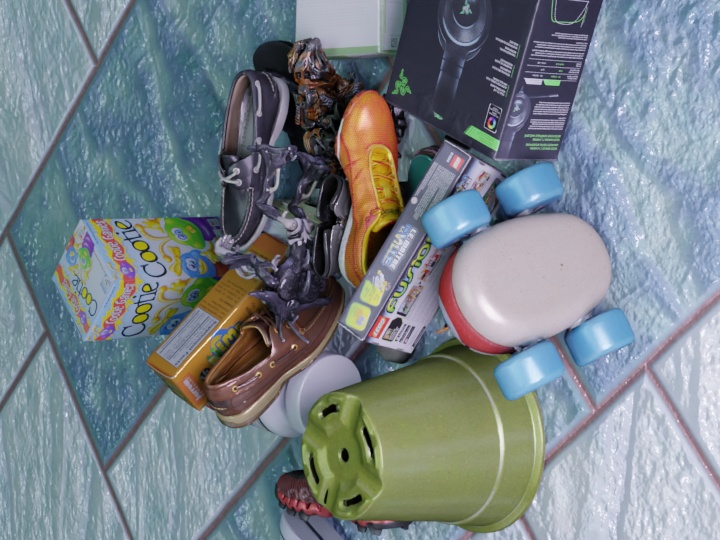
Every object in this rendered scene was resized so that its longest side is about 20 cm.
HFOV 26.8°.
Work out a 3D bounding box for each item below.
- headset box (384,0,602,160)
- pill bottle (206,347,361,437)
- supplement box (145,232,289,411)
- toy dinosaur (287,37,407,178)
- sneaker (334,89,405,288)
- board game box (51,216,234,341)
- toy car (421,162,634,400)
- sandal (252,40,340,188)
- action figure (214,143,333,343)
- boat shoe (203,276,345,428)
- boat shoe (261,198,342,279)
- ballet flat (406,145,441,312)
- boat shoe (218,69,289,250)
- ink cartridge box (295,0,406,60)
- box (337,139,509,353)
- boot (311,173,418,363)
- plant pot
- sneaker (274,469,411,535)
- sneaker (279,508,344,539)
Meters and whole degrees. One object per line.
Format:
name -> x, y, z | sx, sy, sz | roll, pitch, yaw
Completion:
headset box -> 0.125, -0.216, 1.455 | 0.174, 0.092, 0.202 | 35, 118, 43
pill bottle -> -0.096, 0.123, 1.715 | 0.199, 0.115, 0.118 | 12, 101, 48
supplement box -> -0.141, 0.056, 1.673 | 0.200, 0.067, 0.069 | -47, 39, -11
toy dinosaur -> -0.019, -0.154, 1.638 | 0.135, 0.102, 0.201 | -1, 128, 53
sneaker -> 0.020, -0.078, 1.507 | 0.077, 0.072, 0.203 | 8, 103, 57
board game box -> -0.251, 0.007, 1.824 | 0.105, 0.198, 0.103 | 56, 130, 29
toy car -> 0.124, 0.032, 1.430 | 0.186, 0.175, 0.200 | 64, 148, 8
sandal -> -0.076, -0.185, 1.727 | 0.076, 0.042, 0.202 | -49, 57, 38
action figure -> -0.082, -0.027, 1.592 | 0.101, 0.118, 0.203 | 0, 85, 52
boat shoe -> -0.091, 0.075, 1.614 | 0.072, 0.068, 0.200 | 24, 66, 41
boat shoe -> -0.068, -0.050, 1.722 | 0.199, 0.072, 0.062 | 30, 80, 44
ballet flat -> 0.074, -0.027, 1.542 | 0.069, 0.071, 0.203 | 17, 105, 41
boat shoe -> -0.131, -0.125, 1.700 | 0.073, 0.060, 0.203 | 16, 93, 40
ink cartridge box -> -0.013, -0.333, 1.642 | 0.145, 0.048, 0.203 | 6, 97, 49
box -> 0.065, -0.020, 1.450 | 0.035, 0.110, 0.201 | 34, 98, 28
boot -> 0.000, 0.000, 1.584 | 0.067, 0.130, 0.203 | 6, 97, 49
plant pot -> 0.047, 0.174, 1.496 | 0.199, 0.188, 0.203 | 5, 97, 49
sneaker -> -0.021, 0.230, 1.668 | 0.199, 0.070, 0.099 | 0, 92, 47
sneaker -> -0.028, 0.349, 1.696 | 0.200, 0.072, 0.072 | 49, 142, 43
